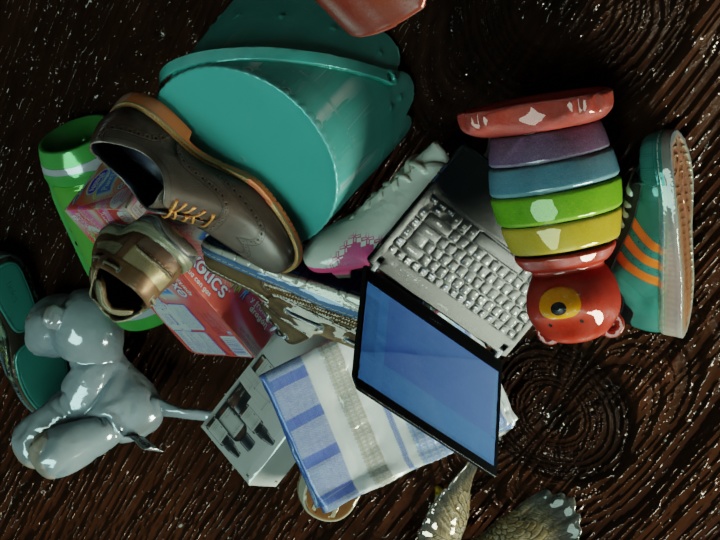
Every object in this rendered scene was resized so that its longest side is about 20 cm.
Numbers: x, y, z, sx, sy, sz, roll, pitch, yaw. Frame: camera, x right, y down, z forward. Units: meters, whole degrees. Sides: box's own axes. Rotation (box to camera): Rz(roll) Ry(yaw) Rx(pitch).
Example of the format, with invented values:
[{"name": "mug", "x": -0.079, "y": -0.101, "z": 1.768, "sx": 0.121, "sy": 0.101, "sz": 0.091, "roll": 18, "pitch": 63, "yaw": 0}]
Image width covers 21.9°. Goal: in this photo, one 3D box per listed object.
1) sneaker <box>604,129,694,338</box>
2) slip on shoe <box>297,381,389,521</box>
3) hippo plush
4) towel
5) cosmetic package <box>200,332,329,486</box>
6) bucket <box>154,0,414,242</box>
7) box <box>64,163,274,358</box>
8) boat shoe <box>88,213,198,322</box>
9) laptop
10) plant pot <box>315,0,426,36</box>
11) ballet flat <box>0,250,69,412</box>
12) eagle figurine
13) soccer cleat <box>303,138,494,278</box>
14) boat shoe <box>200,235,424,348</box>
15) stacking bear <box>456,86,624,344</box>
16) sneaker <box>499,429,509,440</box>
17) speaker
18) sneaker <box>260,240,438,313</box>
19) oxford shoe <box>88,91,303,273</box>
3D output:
[{"name": "sneaker", "x": 0.229, "y": -0.029, "z": 1.523, "sx": 0.080, "sy": 0.071, "sz": 0.200, "roll": 7, "pitch": 129, "yaw": 19}, {"name": "slip on shoe", "x": 0.004, "y": 0.134, "z": 1.694, "sx": 0.076, "sy": 0.061, "sz": 0.200, "roll": 24, "pitch": 100, "yaw": -16}, {"name": "hippo plush", "x": -0.281, "y": 0.103, "z": 1.842, "sx": 0.200, "sy": 0.159, "sz": 0.161, "roll": 1, "pitch": 115, "yaw": 51}, {"name": "towel", "x": 0.027, "y": 0.115, "z": 1.648, "sx": 0.200, "sy": 0.024, "sz": 0.147, "roll": -24, "pitch": 104, "yaw": -7}, {"name": "cosmetic package", "x": -0.056, "y": 0.099, "z": 1.712, "sx": 0.083, "sy": 0.051, "sz": 0.200, "roll": 46, "pitch": 107, "yaw": 27}, {"name": "bucket", "x": -0.072, "y": -0.128, "z": 1.566, "sx": 0.207, "sy": 0.135, "sz": 0.207, "roll": 15, "pitch": 130, "yaw": 18}, {"name": "box", "x": -0.157, "y": -0.020, "z": 1.686, "sx": 0.103, "sy": 0.095, "sz": 0.200, "roll": -1, "pitch": 137, "yaw": 48}, {"name": "boat shoe", "x": -0.203, "y": 0.004, "z": 1.583, "sx": 0.076, "sy": 0.072, "sz": 0.200, "roll": 40, "pitch": 160, "yaw": -8}, {"name": "laptop", "x": 0.097, "y": 0.033, "z": 1.519, "sx": 0.177, "sy": 0.103, "sz": 0.200, "roll": 35, "pitch": 99, "yaw": -34}, {"name": "plant pot", "x": -0.011, "y": -0.293, "z": 1.380, "sx": 0.201, "sy": 0.201, "sz": 0.195, "roll": -23, "pitch": 119, "yaw": 39}, {"name": "ballet flat", "x": -0.355, "y": 0.059, "z": 1.923, "sx": 0.074, "sy": 0.074, "sz": 0.200, "roll": 5, "pitch": 125, "yaw": 25}, {"name": "eagle figurine", "x": 0.093, "y": 0.271, "z": 1.794, "sx": 0.200, "sy": 0.152, "sz": 0.151, "roll": -33, "pitch": 84, "yaw": 46}, {"name": "soccer cleat", "x": 0.040, "y": -0.060, "z": 1.555, "sx": 0.200, "sy": 0.070, "sz": 0.086, "roll": -19, "pitch": 115, "yaw": -10}, {"name": "boat shoe", "x": -0.049, "y": 0.026, "z": 1.585, "sx": 0.200, "sy": 0.072, "sz": 0.072, "roll": 21, "pitch": 116, "yaw": 14}, {"name": "stacking bear", "x": 0.159, "y": -0.039, "z": 1.481, "sx": 0.121, "sy": 0.114, "sz": 0.200, "roll": -8, "pitch": 98, "yaw": 17}, {"name": "sneaker", "x": 0.043, "y": 0.124, "z": 1.750, "sx": 0.200, "sy": 0.066, "sz": 0.091, "roll": -11, "pitch": 112, "yaw": 33}, {"name": "speaker", "x": -0.232, "y": -0.044, "z": 1.754, "sx": 0.088, "sy": 0.088, "sz": 0.200, "roll": -2, "pitch": 123, "yaw": 30}, {"name": "sneaker", "x": 0.000, "y": 0.000, "z": 1.649, "sx": 0.200, "sy": 0.095, "sz": 0.079, "roll": 3, "pitch": 111, "yaw": 19}, {"name": "oxford shoe", "x": -0.137, "y": -0.056, "z": 1.514, "sx": 0.200, "sy": 0.073, "sz": 0.071, "roll": 38, "pitch": 134, "yaw": -3}]
